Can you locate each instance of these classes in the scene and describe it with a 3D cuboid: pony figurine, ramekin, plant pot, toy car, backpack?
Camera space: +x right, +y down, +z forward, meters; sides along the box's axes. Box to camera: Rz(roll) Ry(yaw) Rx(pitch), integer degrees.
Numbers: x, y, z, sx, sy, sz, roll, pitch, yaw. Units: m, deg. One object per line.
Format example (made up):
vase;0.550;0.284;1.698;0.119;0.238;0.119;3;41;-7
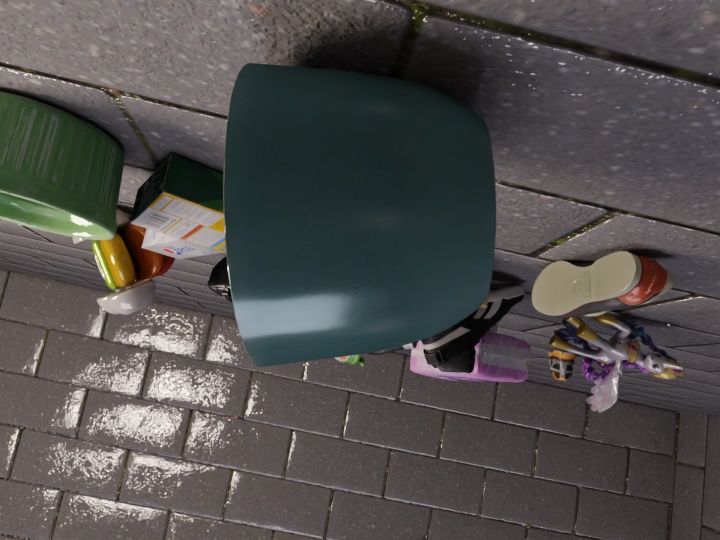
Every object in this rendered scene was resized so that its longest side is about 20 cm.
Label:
pony figurine;0.445;0.149;1.071;0.196;0.170;0.193;27;160;-2
ramekin;-0.357;-0.111;0.656;0.194;0.101;0.200;11;169;2
plant pot;0.007;-0.039;0.418;0.155;0.207;0.201;-2;169;2
toy car;-0.400;-0.027;1.048;0.148;0.180;0.198;-25;-170;-32
backpack;-0.170;0.036;1.142;0.158;0.157;0.202;1;145;20

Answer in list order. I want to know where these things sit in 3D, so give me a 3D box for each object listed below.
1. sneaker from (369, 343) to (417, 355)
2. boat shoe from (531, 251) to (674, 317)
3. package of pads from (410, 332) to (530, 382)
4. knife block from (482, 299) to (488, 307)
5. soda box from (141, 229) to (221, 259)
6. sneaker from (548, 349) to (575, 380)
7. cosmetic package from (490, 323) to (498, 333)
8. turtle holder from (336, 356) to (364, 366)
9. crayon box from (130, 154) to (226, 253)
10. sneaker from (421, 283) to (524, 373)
sneaker;0.037;0.077;0.926;0.088;0.068;0.200;-21;-167;6
boat shoe;0.289;0.021;0.746;0.061;0.074;0.199;11;165;-19
package of pads;0.188;0.152;1.050;0.118;0.078;0.198;15;165;-27
knife block;0.071;0.004;0.884;0.195;0.066;0.174;16;169;-24
soda box;-0.261;-0.061;0.897;0.067;0.065;0.198;19;167;-34
sneaker;0.566;0.273;1.697;0.076;0.080;0.200;5;169;21
cosmetic package;0.182;0.074;1.085;0.110;0.084;0.199;7;169;23
turtle holder;-0.040;0.181;1.761;0.128;0.189;0.143;12;138;-8
crayon box;-0.172;-0.068;0.760;0.196;0.053;0.124;20;157;-34
sneaker;0.174;0.094;0.923;0.195;0.116;0.073;-15;-172;-23
